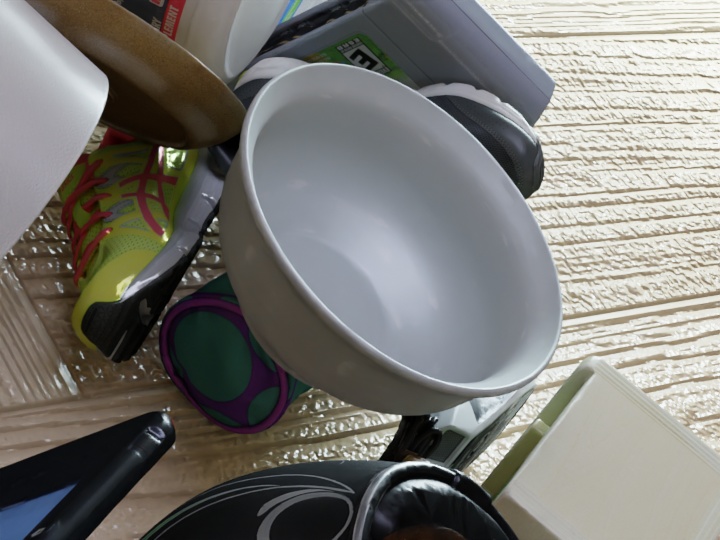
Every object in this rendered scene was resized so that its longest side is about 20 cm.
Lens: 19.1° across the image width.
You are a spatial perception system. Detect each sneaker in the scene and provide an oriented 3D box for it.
[{"bbox_3d":[-0.134,-0.022,1.170,0.090,0.078,0.200,31,26,-7],"label":"sneaker"},{"bbox_3d":[0.004,-0.062,1.195,0.199,0.075,0.085,11,33,24],"label":"sneaker"}]

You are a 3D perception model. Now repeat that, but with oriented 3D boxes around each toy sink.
[{"bbox_3d":[0.119,0.137,1.151,0.112,0.130,0.200,40,38,5],"label":"toy sink"}]

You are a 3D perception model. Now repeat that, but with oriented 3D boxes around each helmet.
[{"bbox_3d":[-0.029,0.180,0.870,0.200,0.190,0.201,36,39,-37],"label":"helmet"}]

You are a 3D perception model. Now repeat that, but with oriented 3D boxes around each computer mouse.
[{"bbox_3d":[0.035,0.094,1.169,0.044,0.110,0.200,40,27,11],"label":"computer mouse"}]

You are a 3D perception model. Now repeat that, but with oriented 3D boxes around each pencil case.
[{"bbox_3d":[-0.022,0.018,1.198,0.200,0.092,0.085,-33,111,-50],"label":"pencil case"}]

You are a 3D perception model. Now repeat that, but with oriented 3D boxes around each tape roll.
[{"bbox_3d":[-0.234,-0.063,0.999,0.139,0.202,0.203,42,34,-21],"label":"tape roll"}]

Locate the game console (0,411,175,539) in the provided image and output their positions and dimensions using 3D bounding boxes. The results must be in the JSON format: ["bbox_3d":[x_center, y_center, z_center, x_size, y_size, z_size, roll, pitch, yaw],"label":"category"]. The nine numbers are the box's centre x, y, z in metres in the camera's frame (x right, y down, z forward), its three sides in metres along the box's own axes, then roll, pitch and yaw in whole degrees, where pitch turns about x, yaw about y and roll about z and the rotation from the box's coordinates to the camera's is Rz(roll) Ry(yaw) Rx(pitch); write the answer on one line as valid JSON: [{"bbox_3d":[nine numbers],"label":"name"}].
[{"bbox_3d":[-0.183,0.133,0.882,0.031,0.177,0.200,55,36,-10],"label":"game console"}]

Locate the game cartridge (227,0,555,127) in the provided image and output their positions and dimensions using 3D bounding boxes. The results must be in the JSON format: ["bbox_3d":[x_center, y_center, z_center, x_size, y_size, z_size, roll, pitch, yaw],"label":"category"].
[{"bbox_3d":[0.013,-0.103,1.258,0.133,0.200,0.041,39,56,-25],"label":"game cartridge"}]

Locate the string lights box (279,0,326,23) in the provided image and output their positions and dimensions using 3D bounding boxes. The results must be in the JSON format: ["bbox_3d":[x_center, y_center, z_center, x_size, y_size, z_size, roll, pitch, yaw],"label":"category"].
[{"bbox_3d":[-0.099,-0.161,1.317,0.200,0.103,0.059,-19,66,-48],"label":"string lights box"}]

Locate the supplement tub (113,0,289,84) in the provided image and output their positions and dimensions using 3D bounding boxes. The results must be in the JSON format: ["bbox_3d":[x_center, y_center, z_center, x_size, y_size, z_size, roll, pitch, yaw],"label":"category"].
[{"bbox_3d":[-0.134,-0.197,1.149,0.200,0.141,0.140,27,36,7],"label":"supplement tub"}]

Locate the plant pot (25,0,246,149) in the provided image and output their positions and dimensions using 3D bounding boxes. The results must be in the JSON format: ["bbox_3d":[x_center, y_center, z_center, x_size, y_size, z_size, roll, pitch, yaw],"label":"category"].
[{"bbox_3d":[-0.152,-0.115,1.125,0.200,0.200,0.028,30,80,-8],"label":"plant pot"}]

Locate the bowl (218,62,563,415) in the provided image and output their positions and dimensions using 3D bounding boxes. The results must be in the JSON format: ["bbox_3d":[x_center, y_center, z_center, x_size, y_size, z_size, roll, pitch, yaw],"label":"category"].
[{"bbox_3d":[0.000,0.000,1.089,0.201,0.090,0.202,26,41,-25],"label":"bowl"}]
